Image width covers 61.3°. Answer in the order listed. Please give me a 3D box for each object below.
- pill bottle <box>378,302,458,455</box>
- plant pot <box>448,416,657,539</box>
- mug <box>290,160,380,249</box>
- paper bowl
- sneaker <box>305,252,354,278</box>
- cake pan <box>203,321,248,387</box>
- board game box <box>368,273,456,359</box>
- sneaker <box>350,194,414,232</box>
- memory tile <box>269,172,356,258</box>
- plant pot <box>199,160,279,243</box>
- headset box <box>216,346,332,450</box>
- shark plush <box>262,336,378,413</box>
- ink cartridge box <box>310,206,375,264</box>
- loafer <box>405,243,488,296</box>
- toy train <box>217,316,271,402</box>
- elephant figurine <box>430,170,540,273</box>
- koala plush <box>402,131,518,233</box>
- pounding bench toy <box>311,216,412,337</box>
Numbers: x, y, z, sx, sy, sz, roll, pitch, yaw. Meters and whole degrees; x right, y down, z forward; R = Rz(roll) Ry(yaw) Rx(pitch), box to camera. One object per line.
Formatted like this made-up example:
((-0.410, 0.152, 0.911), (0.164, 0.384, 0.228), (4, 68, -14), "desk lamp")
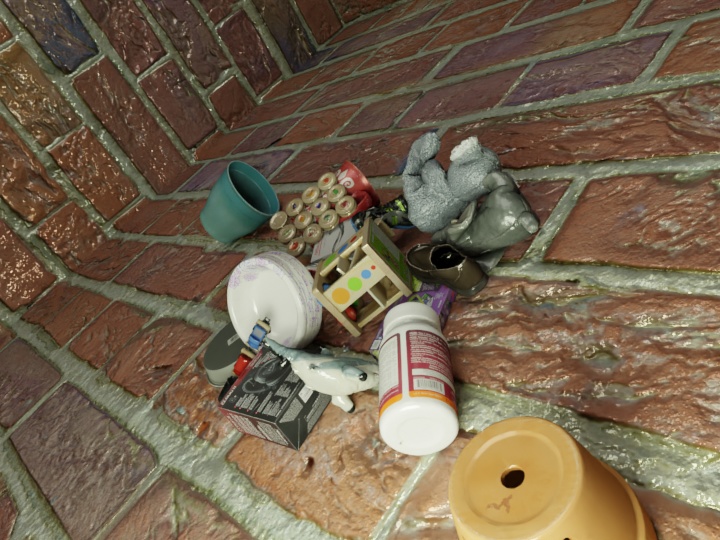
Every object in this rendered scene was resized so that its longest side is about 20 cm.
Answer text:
((0.079, 0.148, 0.871), (0.108, 0.110, 0.202), (-23, 35, 19), "pill bottle")
((0.176, 0.244, 0.604), (0.197, 0.141, 0.202), (-25, 29, 15), "plant pot")
((-0.065, -0.152, 1.462), (0.199, 0.134, 0.178), (-41, 0, -5), "mug")
((-0.159, 0.063, 1.193), (0.197, 0.206, 0.104), (-12, 6, 36), "paper bowl")
((-0.065, 0.013, 1.295), (0.195, 0.082, 0.075), (-10, 21, 25), "sneaker")
((-0.262, 0.161, 1.316), (0.197, 0.037, 0.202), (-27, 29, 16), "cake pan")
((0.101, 0.070, 1.069), (0.118, 0.033, 0.202), (-13, 35, 41), "board game box")
((0.059, -0.119, 1.268), (0.196, 0.071, 0.083), (-18, -28, -36), "sneaker")
((-0.113, -0.132, 1.411), (0.199, 0.017, 0.154), (-39, 51, 4), "memory tile")
((-0.375, -0.188, 1.826), (0.187, 0.199, 0.202), (-39, 24, 24), "plant pot")
((-0.147, 0.214, 1.067), (0.197, 0.078, 0.150), (-3, 41, 46), "headset box")
((-0.064, 0.159, 0.990), (0.195, 0.093, 0.084), (10, 37, 7), "shark plush")
((-0.041, -0.049, 1.361), (0.196, 0.067, 0.117), (-24, 31, 20), "ink cartridge box")
((0.142, -0.019, 1.057), (0.073, 0.072, 0.199), (-43, 31, -17), "loafer")
((-0.222, 0.174, 1.155), (0.203, 0.034, 0.046), (-61, -5, 17), "toy train")
((0.210, -0.064, 1.078), (0.198, 0.154, 0.144), (-36, 69, 19), "elephant figurine")
((0.194, -0.173, 1.176), (0.198, 0.177, 0.186), (-16, 40, 48), "koala plush")
((0.000, 0.000, 1.155), (0.155, 0.124, 0.201), (-39, 19, 20), "pounding bench toy")
